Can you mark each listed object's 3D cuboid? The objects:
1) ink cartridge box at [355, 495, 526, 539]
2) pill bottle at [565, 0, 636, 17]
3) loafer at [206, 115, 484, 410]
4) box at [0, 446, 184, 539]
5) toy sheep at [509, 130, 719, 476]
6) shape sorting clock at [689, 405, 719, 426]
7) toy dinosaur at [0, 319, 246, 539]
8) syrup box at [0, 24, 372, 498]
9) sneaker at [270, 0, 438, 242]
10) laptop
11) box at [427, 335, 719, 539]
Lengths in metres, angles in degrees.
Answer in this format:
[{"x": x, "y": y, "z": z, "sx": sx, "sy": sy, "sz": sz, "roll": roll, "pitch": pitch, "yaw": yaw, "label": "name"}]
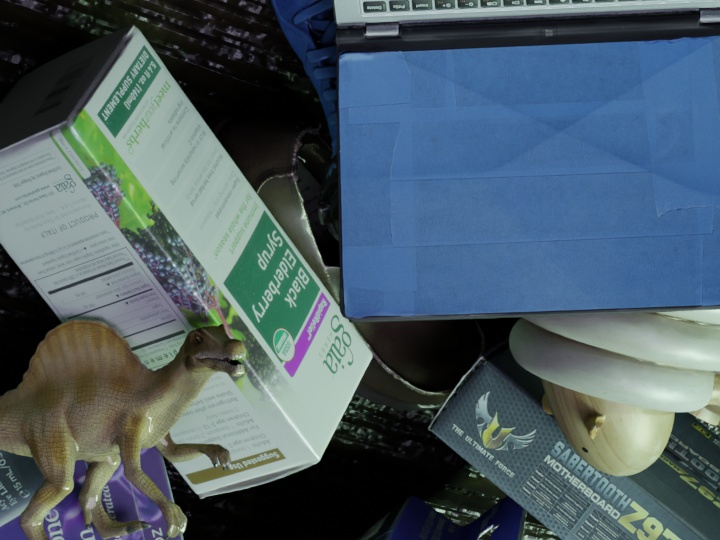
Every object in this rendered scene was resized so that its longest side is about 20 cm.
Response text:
[{"x": -0.003, "y": 0.167, "z": 1.285, "sx": 0.200, "sy": 0.198, "sz": 0.043, "roll": -40, "pitch": 90, "yaw": 6, "label": "ink cartridge box"}, {"x": 0.093, "y": -0.180, "z": 1.143, "sx": 0.119, "sy": 0.120, "sz": 0.200, "roll": -35, "pitch": 126, "yaw": 2, "label": "pill bottle"}, {"x": 0.000, "y": 0.000, "z": 1.232, "sx": 0.200, "sy": 0.071, "sz": 0.073, "roll": 42, "pitch": 56, "yaw": -34, "label": "loafer"}, {"x": -0.181, "y": 0.152, "z": 1.213, "sx": 0.199, "sy": 0.104, "sz": 0.149, "roll": -15, "pitch": 84, "yaw": -14, "label": "box"}, {"x": 0.132, "y": -0.006, "z": 1.159, "sx": 0.137, "sy": 0.138, "sz": 0.201, "roll": 9, "pitch": 95, "yaw": -26, "label": "toy sheep"}, {"x": 0.214, "y": 0.083, "z": 1.304, "sx": 0.200, "sy": 0.200, "sz": 0.039, "roll": 30, "pitch": 93, "yaw": -33, "label": "shape sorting clock"}, {"x": -0.129, "y": 0.074, "z": 1.152, "sx": 0.199, "sy": 0.058, "sz": 0.102, "roll": -12, "pitch": 93, "yaw": 19, "label": "toy dinosaur"}, {"x": -0.086, "y": -0.001, "z": 1.167, "sx": 0.081, "sy": 0.079, "sz": 0.200, "roll": -19, "pitch": 117, "yaw": 35, "label": "syrup box"}, {"x": 0.008, "y": -0.076, "z": 1.156, "sx": 0.076, "sy": 0.111, "sz": 0.200, "roll": -19, "pitch": 118, "yaw": 30, "label": "sneaker"}, {"x": 0.078, "y": -0.093, "z": 1.064, "sx": 0.186, "sy": 0.116, "sz": 0.201, "roll": -2, "pitch": 133, "yaw": 4, "label": "laptop"}, {"x": 0.141, "y": 0.107, "z": 1.261, "sx": 0.200, "sy": 0.158, "sz": 0.051, "roll": 39, "pitch": 108, "yaw": 10, "label": "box"}]
